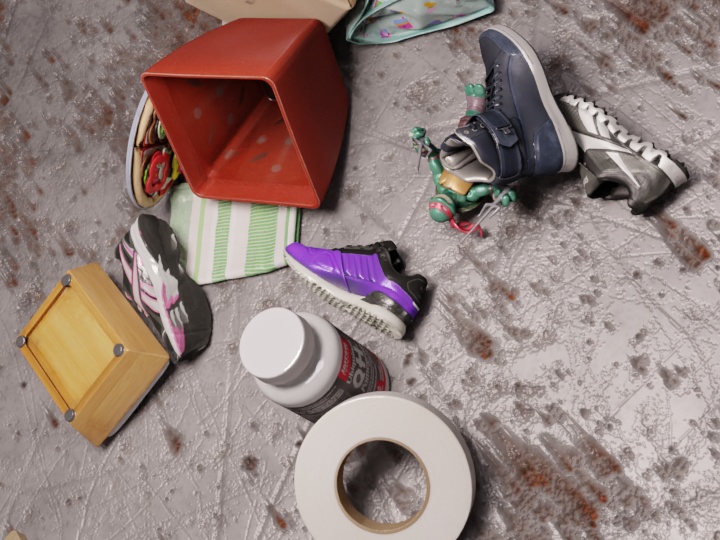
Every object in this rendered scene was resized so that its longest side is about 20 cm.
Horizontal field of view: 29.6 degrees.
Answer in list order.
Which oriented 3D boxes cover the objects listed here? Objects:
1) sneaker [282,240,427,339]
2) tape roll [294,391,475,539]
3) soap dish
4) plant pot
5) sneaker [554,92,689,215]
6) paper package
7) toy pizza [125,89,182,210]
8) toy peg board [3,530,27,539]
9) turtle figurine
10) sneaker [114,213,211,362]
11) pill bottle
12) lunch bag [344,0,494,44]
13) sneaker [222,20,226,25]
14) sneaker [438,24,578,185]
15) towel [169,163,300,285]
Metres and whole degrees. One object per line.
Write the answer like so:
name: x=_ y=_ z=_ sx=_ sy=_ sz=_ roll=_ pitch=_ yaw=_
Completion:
sneaker: x=0.000 y=0.000 z=1.662 sx=0.200 sy=0.070 sz=0.100 roll=30 pitch=78 yaw=30
tape roll: x=0.027 y=0.235 z=1.506 sx=0.203 sy=0.037 sz=0.203 roll=1 pitch=93 yaw=11
soap dish: x=-0.356 y=0.105 z=1.782 sx=0.157 sy=0.081 sz=0.200 roll=-50 pitch=57 yaw=11
plant pot: x=-0.123 y=-0.217 z=1.735 sx=0.200 sy=0.200 sz=0.176 roll=7 pitch=46 yaw=30
sneaker: x=0.274 y=-0.131 z=1.565 sx=0.091 sy=0.066 sz=0.200 roll=-49 pitch=58 yaw=-1
paper package: x=-0.108 y=-0.381 z=1.752 sx=0.200 sy=0.190 sz=0.104 roll=-27 pitch=40 yaw=67
toy pizza: x=-0.254 y=-0.174 z=1.797 sx=0.032 sy=0.200 sz=0.200 roll=16 pitch=76 yaw=11
toy peg board: x=-0.426 y=0.468 z=1.685 sx=0.200 sy=0.098 sz=0.199 roll=-50 pitch=40 yaw=0
turtle figurine: x=0.125 y=-0.125 z=1.621 sx=0.150 sy=0.101 sz=0.200 roll=29 pitch=67 yaw=7
sneaker: x=-0.262 y=0.031 z=1.780 sx=0.086 sy=0.080 sz=0.200 roll=-35 pitch=66 yaw=35
pill bottle: x=-0.055 y=0.112 z=1.557 sx=0.111 sy=0.200 sz=0.111 roll=-10 pitch=66 yaw=23
lunch bag: x=0.060 y=-0.394 z=1.762 sx=0.200 sy=0.122 sz=0.171 roll=-15 pitch=65 yaw=31
sneaker: x=-0.148 y=-0.376 z=1.896 sx=0.078 sy=0.079 sz=0.200 roll=-7 pitch=91 yaw=32
sneaker: x=0.144 y=-0.188 z=1.563 sx=0.146 sy=0.077 sz=0.202 roll=-16 pitch=67 yaw=-19
towel: x=-0.169 y=-0.060 z=1.799 sx=0.200 sy=0.023 sz=0.153 roll=-9 pitch=66 yaw=25
